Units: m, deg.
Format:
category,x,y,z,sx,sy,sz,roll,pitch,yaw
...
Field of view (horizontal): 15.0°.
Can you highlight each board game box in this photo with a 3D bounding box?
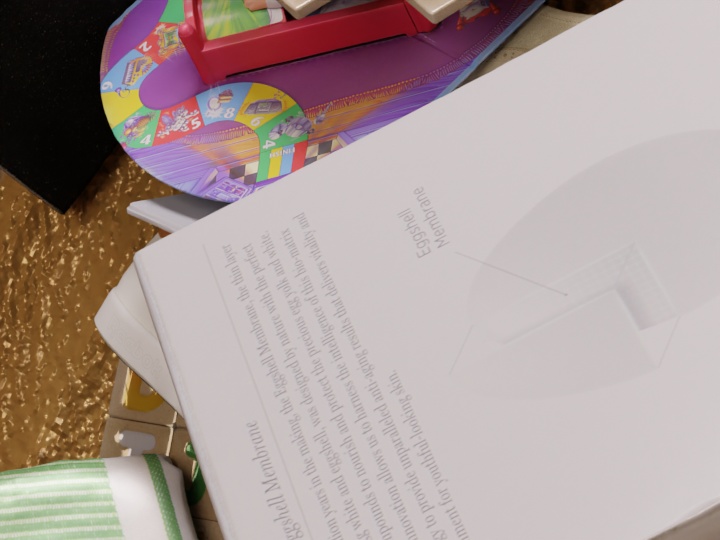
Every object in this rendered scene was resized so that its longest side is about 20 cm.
category,x,y,z,sx,sy,sz,roll,pitch,yaw
board game box,-0.014,-0.114,1.004,0.200,0.039,0.158,-44,46,-14

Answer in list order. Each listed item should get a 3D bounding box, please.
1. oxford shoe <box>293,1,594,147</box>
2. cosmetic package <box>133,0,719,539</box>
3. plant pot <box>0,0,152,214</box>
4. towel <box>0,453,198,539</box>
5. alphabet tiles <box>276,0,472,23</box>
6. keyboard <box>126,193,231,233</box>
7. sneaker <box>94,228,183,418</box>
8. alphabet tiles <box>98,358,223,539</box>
category,x,y,z,sx,sy,sz,roll,pitch,yaw
oxford shoe,0.046,-0.055,0.999,0.199,0.071,0.074,-2,56,27
cosmetic package,0.066,0.046,0.746,0.199,0.123,0.200,-26,38,2
plant pot,-0.151,-0.177,1.073,0.177,0.200,0.200,-45,59,1
towel,-0.146,0.152,1.007,0.199,0.023,0.153,-13,68,-12
alphabet tiles,0.029,-0.168,0.992,0.200,0.008,0.167,-33,54,-17
keyboard,0.000,0.000,0.943,0.200,0.056,0.011,22,121,45
sneaker,-0.016,0.037,0.991,0.200,0.073,0.085,39,102,33
alphabet tiles,-0.036,0.098,1.036,0.166,0.006,0.201,7,82,32
